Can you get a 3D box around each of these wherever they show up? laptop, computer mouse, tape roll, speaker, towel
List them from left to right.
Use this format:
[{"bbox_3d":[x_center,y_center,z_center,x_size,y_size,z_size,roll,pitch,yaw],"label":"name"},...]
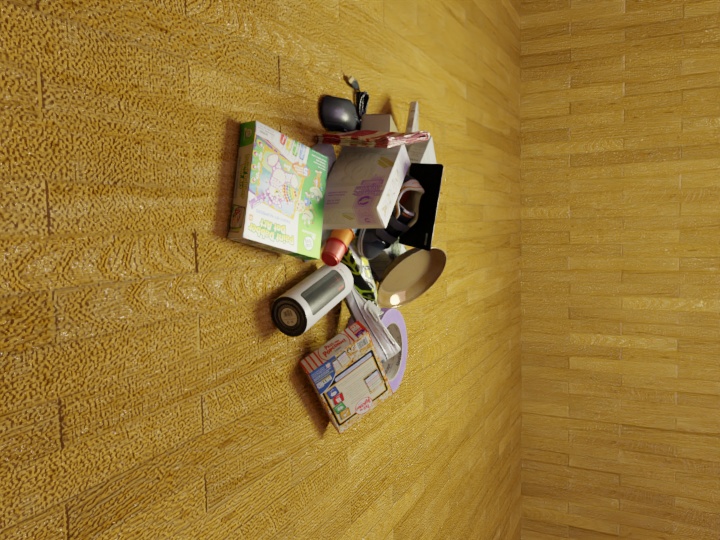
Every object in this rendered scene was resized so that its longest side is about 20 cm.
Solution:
[{"bbox_3d":[-0.089,0.051,1.186,0.200,0.080,0.083,-38,124,-58],"label":"speaker"},{"bbox_3d":[-0.022,-0.367,1.346,0.199,0.045,0.144,8,85,-64],"label":"computer mouse"},{"bbox_3d":[0.022,-0.272,1.234,0.143,0.197,0.023,-21,116,-46],"label":"towel"},{"bbox_3d":[0.038,0.190,1.447,0.199,0.083,0.205,-5,95,-63],"label":"tape roll"},{"bbox_3d":[0.149,-0.140,1.345,0.199,0.101,0.181,-4,105,-67],"label":"laptop"}]

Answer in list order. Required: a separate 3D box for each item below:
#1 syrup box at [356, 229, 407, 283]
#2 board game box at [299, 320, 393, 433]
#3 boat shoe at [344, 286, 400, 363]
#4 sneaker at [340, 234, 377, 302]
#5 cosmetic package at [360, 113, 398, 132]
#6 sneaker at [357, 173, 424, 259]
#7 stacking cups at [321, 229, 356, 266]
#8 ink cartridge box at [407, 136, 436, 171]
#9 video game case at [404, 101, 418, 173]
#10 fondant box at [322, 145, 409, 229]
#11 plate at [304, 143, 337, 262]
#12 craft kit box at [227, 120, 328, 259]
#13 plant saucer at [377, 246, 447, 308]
[{"bbox_3d":[0.050,-0.049,1.464,0.200,0.080,0.080,50,43,-51],"label":"syrup box"},{"bbox_3d":[-0.025,0.226,1.271,0.150,0.046,0.202,-33,128,-15],"label":"board game box"},{"bbox_3d":[0.020,0.102,1.333,0.202,0.065,0.074,61,-9,8],"label":"boat shoe"},{"bbox_3d":[0.000,0.000,1.373,0.077,0.074,0.202,-63,145,-41],"label":"sneaker"},{"bbox_3d":[0.055,-0.279,1.441,0.200,0.070,0.108,38,56,-71],"label":"cosmetic package"},{"bbox_3d":[0.064,-0.106,1.283,0.078,0.079,0.203,16,106,-43],"label":"sneaker"},{"bbox_3d":[-0.025,-0.095,1.262,0.061,0.059,0.202,65,35,-41],"label":"stacking cups"},{"bbox_3d":[0.133,-0.201,1.476,0.202,0.046,0.161,-64,155,-26],"label":"ink cartridge box"},{"bbox_3d":[0.136,-0.302,1.575,0.184,0.022,0.203,-78,165,-47],"label":"video game case"},{"bbox_3d":[0.005,-0.173,1.228,0.059,0.142,0.202,64,36,-43],"label":"fondant box"},{"bbox_3d":[-0.080,-0.149,1.251,0.200,0.032,0.203,-49,133,-54],"label":"plate"},{"bbox_3d":[-0.140,-0.134,1.080,0.198,0.048,0.202,15,80,-53],"label":"craft kit box"},{"bbox_3d":[0.115,0.009,1.445,0.036,0.200,0.200,53,8,31],"label":"plant saucer"}]
